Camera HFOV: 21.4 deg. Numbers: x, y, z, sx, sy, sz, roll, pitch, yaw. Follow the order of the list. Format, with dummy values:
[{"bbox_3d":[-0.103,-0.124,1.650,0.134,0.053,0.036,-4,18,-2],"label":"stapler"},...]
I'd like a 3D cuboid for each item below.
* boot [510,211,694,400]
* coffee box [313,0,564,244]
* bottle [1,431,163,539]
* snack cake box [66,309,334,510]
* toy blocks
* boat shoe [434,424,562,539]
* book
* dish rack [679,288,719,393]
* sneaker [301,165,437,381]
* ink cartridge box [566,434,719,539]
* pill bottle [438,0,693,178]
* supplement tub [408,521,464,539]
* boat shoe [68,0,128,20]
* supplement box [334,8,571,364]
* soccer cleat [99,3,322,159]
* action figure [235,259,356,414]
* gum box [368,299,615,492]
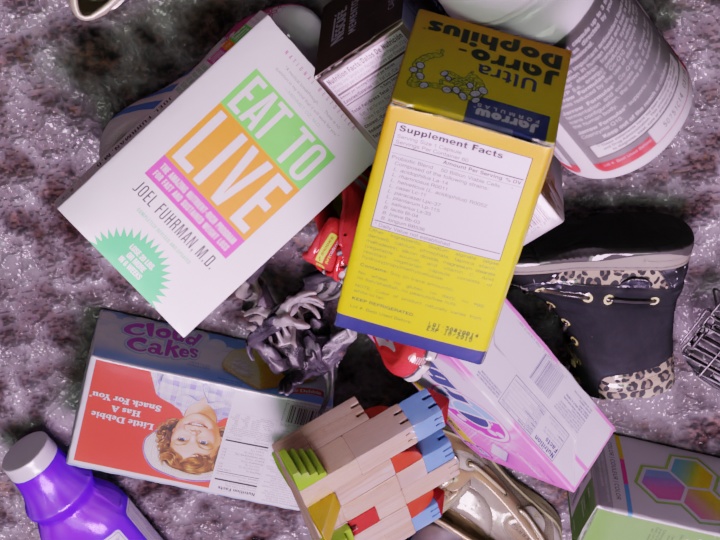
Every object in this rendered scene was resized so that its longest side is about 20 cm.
[{"bbox_3d":[0.157,0.032,1.495,0.203,0.074,0.154,-2,126,4],"label":"boot"},{"bbox_3d":[0.060,-0.115,1.375,0.080,0.115,0.200,-31,117,21],"label":"coffee box"},{"bbox_3d":[-0.230,0.222,1.626,0.083,0.065,0.200,-26,119,16],"label":"bottle"},{"bbox_3d":[-0.130,0.116,1.555,0.199,0.067,0.115,13,124,-8],"label":"snack cake box"},{"bbox_3d":[0.015,0.159,1.510,0.136,0.100,0.200,-29,145,-9],"label":"toy blocks"},{"bbox_3d":[0.093,0.197,1.607,0.200,0.063,0.073,39,115,-22],"label":"boat shoe"},{"bbox_3d":[-0.100,-0.069,1.357,0.200,0.048,0.134,-44,112,-1],"label":"book"},{"bbox_3d":[0.350,0.023,1.489,0.153,0.055,0.200,28,115,-16],"label":"dish rack"},{"bbox_3d":[0.000,0.000,1.398,0.085,0.200,0.077,7,134,-32],"label":"sneaker"},{"bbox_3d":[0.275,0.204,1.586,0.199,0.104,0.059,14,123,-8],"label":"ink cartridge box"},{"bbox_3d":[0.138,-0.164,1.318,0.114,0.114,0.200,-30,131,19],"label":"pill bottle"},{"bbox_3d":[0.042,0.324,1.651,0.132,0.132,0.200,34,117,-20],"label":"supplement tub"},{"bbox_3d":[-0.147,-0.261,1.312,0.071,0.063,0.200,29,118,-15],"label":"boat shoe"},{"bbox_3d":[0.060,-0.053,1.271,0.108,0.110,0.200,15,132,0],"label":"supplement box"},{"bbox_3d":[-0.107,-0.117,1.391,0.200,0.086,0.070,-32,117,19],"label":"soccer cleat"},{"bbox_3d":[-0.053,0.015,1.460,0.102,0.119,0.200,-22,115,30],"label":"action figure"},{"bbox_3d":[0.102,0.086,1.484,0.066,0.113,0.200,-53,126,-16],"label":"gum box"}]
